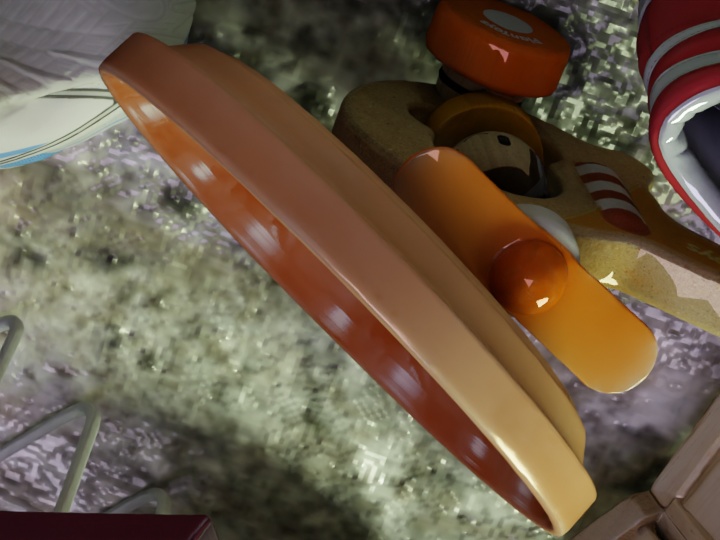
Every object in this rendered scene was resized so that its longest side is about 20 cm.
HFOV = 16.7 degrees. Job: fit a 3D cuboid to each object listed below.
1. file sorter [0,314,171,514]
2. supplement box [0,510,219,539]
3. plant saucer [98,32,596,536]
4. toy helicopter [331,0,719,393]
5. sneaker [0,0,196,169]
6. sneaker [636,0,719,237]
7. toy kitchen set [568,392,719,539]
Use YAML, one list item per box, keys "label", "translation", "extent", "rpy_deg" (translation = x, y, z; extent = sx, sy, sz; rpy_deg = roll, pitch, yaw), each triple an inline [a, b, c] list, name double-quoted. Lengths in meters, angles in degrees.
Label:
- label: "file sorter"
  translation: [-0.178, 0.073, 0.883]
  extent: [0.124, 0.139, 0.200]
  rpy_deg: [-29, 112, 22]
- label: "supplement box"
  translation: [-0.073, 0.180, 0.790]
  extent: [0.110, 0.086, 0.201]
  rpy_deg: [-2, 124, 35]
- label: "plant saucer"
  translation: [0.000, 0.000, 0.748]
  extent: [0.032, 0.200, 0.200]
  rpy_deg: [-44, 108, -6]
- label: "toy helicopter"
  translation: [0.081, -0.007, 0.761]
  extent: [0.199, 0.132, 0.079]
  rpy_deg: [26, 111, 8]
- label: "sneaker"
  translation: [-0.141, -0.054, 0.776]
  extent: [0.072, 0.199, 0.073]
  rpy_deg: [57, 144, 21]
- label: "sneaker"
  translation: [0.181, -0.039, 0.755]
  extent: [0.199, 0.113, 0.072]
  rpy_deg: [11, 123, 3]
- label: "toy kitchen set"
  translation: [0.123, 0.121, 0.789]
  extent: [0.163, 0.180, 0.200]
  rpy_deg: [52, 128, 29]
